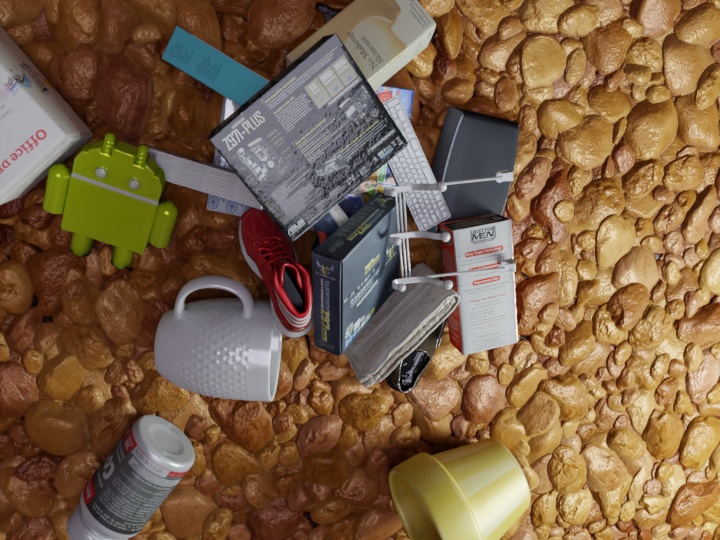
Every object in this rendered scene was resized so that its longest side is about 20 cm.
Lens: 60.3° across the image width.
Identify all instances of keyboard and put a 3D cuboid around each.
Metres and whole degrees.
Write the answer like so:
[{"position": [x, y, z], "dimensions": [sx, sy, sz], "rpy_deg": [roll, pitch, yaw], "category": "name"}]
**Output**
[{"position": [0.075, -0.159, 0.945], "dimensions": [0.055, 0.011, 0.203], "rpy_deg": [-26, 105, 3], "category": "keyboard"}]

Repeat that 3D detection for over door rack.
[{"position": [0.136, -0.057, 0.878], "dimensions": [0.195, 0.067, 0.151], "rpy_deg": [-9, 106, -12], "category": "over door rack"}]

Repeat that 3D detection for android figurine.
[{"position": [-0.350, -0.097, 0.881], "dimensions": [0.179, 0.041, 0.202], "rpy_deg": [20, 120, -17], "category": "android figurine"}]

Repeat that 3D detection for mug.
[{"position": [-0.209, 0.093, 0.916], "dimensions": [0.171, 0.149, 0.203], "rpy_deg": [4, 126, -1], "category": "mug"}]

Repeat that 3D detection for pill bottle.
[{"position": [-0.362, 0.340, 0.973], "dimensions": [0.113, 0.114, 0.201], "rpy_deg": [38, 94, -15], "category": "pill bottle"}]

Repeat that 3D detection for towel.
[{"position": [0.055, 0.081, 0.974], "dimensions": [0.200, 0.133, 0.034], "rpy_deg": [-45, 121, 3], "category": "towel"}]

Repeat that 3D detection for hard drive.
[{"position": [0.179, -0.146, 0.989], "dimensions": [0.132, 0.042, 0.205], "rpy_deg": [10, 101, -11], "category": "hard drive"}]

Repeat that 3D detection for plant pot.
[{"position": [0.173, 0.385, 1.042], "dimensions": [0.186, 0.200, 0.205], "rpy_deg": [-22, 106, -20], "category": "plant pot"}]

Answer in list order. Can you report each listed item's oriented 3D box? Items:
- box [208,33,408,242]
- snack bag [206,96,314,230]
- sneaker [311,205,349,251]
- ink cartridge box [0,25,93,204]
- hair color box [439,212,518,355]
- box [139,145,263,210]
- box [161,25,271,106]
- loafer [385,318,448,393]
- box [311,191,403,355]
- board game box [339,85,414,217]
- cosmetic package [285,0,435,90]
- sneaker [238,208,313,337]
[{"position": [-0.067, -0.169, 0.793], "dimensions": [0.199, 0.086, 0.165], "rpy_deg": [-39, 112, 1], "category": "box"}, {"position": [-0.122, -0.161, 0.926], "dimensions": [0.196, 0.021, 0.193], "rpy_deg": [14, 100, 1], "category": "snack bag"}, {"position": [-0.098, -0.112, 0.886], "dimensions": [0.084, 0.075, 0.201], "rpy_deg": [-38, 101, 2], "category": "sneaker"}, {"position": [-0.487, -0.210, 0.811], "dimensions": [0.146, 0.145, 0.201], "rpy_deg": [-38, 106, 2], "category": "ink cartridge box"}, {"position": [0.187, 0.021, 0.977], "dimensions": [0.099, 0.061, 0.205], "rpy_deg": [-10, 107, -11], "category": "hair color box"}, {"position": [-0.227, -0.136, 0.906], "dimensions": [0.196, 0.039, 0.042], "rpy_deg": [16, 102, 0], "category": "box"}, {"position": [-0.168, -0.259, 0.862], "dimensions": [0.198, 0.082, 0.050], "rpy_deg": [31, 99, 0], "category": "box"}, {"position": [0.103, 0.116, 1.020], "dimensions": [0.072, 0.071, 0.204], "rpy_deg": [16, 99, -12], "category": "loafer"}, {"position": [0.000, 0.000, 0.899], "dimensions": [0.050, 0.200, 0.161], "rpy_deg": [16, 126, 22], "category": "box"}, {"position": [0.004, -0.183, 0.955], "dimensions": [0.132, 0.034, 0.205], "rpy_deg": [6, 102, -10], "category": "board game box"}, {"position": [-0.001, -0.312, 0.880], "dimensions": [0.200, 0.071, 0.106], "rpy_deg": [-42, 89, -8], "category": "cosmetic package"}, {"position": [-0.109, -0.017, 0.856], "dimensions": [0.077, 0.116, 0.203], "rpy_deg": [-23, 75, -22], "category": "sneaker"}]
